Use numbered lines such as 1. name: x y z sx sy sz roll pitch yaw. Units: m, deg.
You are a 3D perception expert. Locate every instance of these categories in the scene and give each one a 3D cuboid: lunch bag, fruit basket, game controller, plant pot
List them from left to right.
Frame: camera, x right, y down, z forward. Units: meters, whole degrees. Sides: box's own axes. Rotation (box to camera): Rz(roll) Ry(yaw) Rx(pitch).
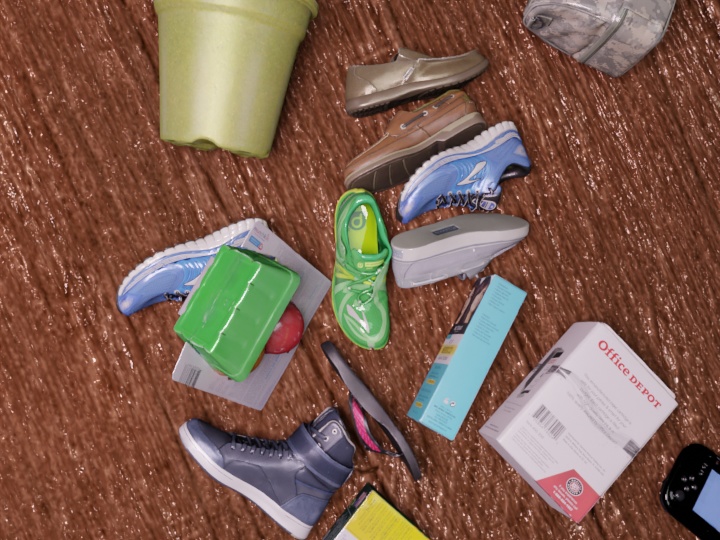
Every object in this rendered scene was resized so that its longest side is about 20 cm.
1. plant pot: -0.159 -0.234 0.838 0.198 0.200 0.187 7 96 -7
2. fruit basket: -0.120 0.059 0.815 0.093 0.200 0.187 26 82 23
3. lunch bag: 0.315 -0.383 0.929 0.166 0.139 0.202 22 81 -6
4. game controller: 0.487 0.321 0.939 0.199 0.042 0.105 39 81 -4

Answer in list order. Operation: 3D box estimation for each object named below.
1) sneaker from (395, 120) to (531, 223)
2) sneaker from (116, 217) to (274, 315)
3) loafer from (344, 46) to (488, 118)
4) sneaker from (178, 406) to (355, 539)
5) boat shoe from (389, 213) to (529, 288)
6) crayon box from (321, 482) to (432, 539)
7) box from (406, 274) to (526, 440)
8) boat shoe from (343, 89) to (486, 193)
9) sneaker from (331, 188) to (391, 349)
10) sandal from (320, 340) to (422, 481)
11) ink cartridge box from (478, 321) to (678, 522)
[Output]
1. sneaker: 0.134 -0.111 0.905 0.199 0.079 0.090 -30 78 -9
2. sneaker: -0.191 0.011 0.846 0.198 0.079 0.090 -23 86 -10
3. loafer: 0.070 -0.255 0.915 0.198 0.076 0.068 -18 94 -9
4. sneaker: -0.099 0.201 0.841 0.202 0.077 0.147 39 92 -13
5. boat shoe: 0.127 -0.024 0.909 0.199 0.070 0.072 -13 119 -22
6. crayon box: 0.045 0.377 0.866 0.200 0.051 0.127 42 81 -2
7. box: 0.131 0.106 0.887 0.049 0.082 0.201 29 81 -4
8. boat shoe: 0.060 -0.165 0.915 0.198 0.072 0.068 -26 71 -8
9. sneaker: 0.000 0.000 0.874 0.073 0.084 0.203 -7 94 -8
10. sandal: 0.003 0.177 0.870 0.045 0.075 0.201 -37 83 -12
11. ink cartridge box: 0.273 0.185 0.899 0.147 0.083 0.200 45 81 -2
